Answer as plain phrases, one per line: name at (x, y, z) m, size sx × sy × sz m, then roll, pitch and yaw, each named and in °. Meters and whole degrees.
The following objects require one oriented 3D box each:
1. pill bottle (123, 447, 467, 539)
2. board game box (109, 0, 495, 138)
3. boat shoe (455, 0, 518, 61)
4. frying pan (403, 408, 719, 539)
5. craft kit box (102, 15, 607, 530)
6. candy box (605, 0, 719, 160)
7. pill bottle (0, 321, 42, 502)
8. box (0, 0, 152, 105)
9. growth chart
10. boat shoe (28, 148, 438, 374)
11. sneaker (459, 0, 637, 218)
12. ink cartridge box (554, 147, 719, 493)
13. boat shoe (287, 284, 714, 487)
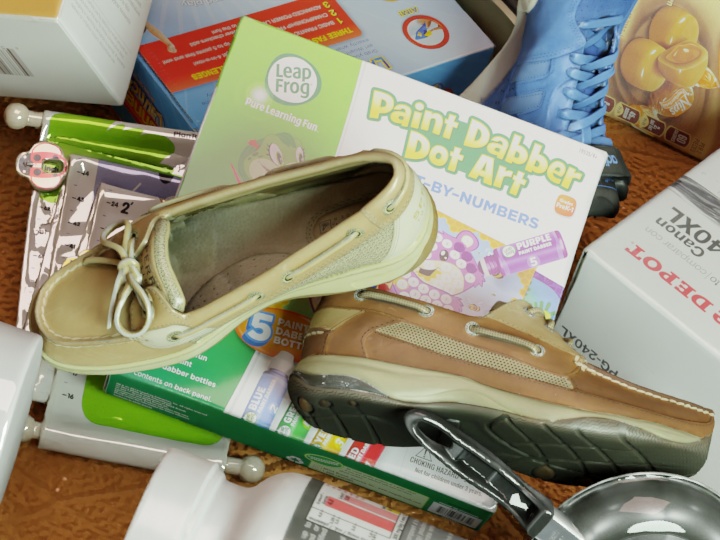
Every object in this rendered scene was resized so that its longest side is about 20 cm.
pill bottle at (-0.009, 0.158, 1.161) m, size 0.199 × 0.116 × 0.116 m, roll 22°, pitch 46°, yaw 4°
board game box at (-0.061, -0.145, 1.471) m, size 0.199 × 0.056 × 0.196 m, roll -19°, pitch 56°, yaw -30°
boat shoe at (0.078, -0.152, 1.507) m, size 0.063 × 0.074 × 0.202 m, roll -24°, pitch 54°, yaw -24°
frying pan at (0.112, 0.118, 1.201) m, size 0.114 × 0.191 × 0.031 m, roll -28°, pitch 25°, yaw 5°
craft kit box at (0.000, 0.000, 1.289) m, size 0.199 × 0.049 × 0.199 m, roll 20°, pitch 68°, yaw -3°
candy box at (0.236, -0.107, 1.483) m, size 0.199 × 0.116 × 0.055 m, roll 26°, pitch 47°, yaw 8°
pill bottle at (-0.253, 0.049, 1.192) m, size 0.199 × 0.115 × 0.115 m, roll 16°, pitch 45°, yaw -2°
box at (-0.172, -0.200, 1.387) m, size 0.124 × 0.098 × 0.201 m, roll 5°, pitch 68°, yaw 19°
growth chart at (-0.108, 0.010, 1.309) m, size 0.144 × 0.018 × 0.201 m, roll 3°, pitch 64°, yaw -10°
boat shoe at (-0.065, -0.008, 1.208) m, size 0.199 × 0.063 × 0.074 m, roll -14°, pitch 65°, yaw 11°
sneaker at (0.115, -0.087, 1.374) m, size 0.076 × 0.200 × 0.112 m, roll -3°, pitch 52°, yaw -40°
ink cartridge box at (0.216, 0.015, 1.385) m, size 0.145 × 0.084 × 0.200 m, roll 39°, pitch 49°, yaw 20°
boat shoe at (0.068, 0.048, 1.225) m, size 0.199 × 0.076 × 0.074 m, roll 12°, pitch 65°, yaw -6°
